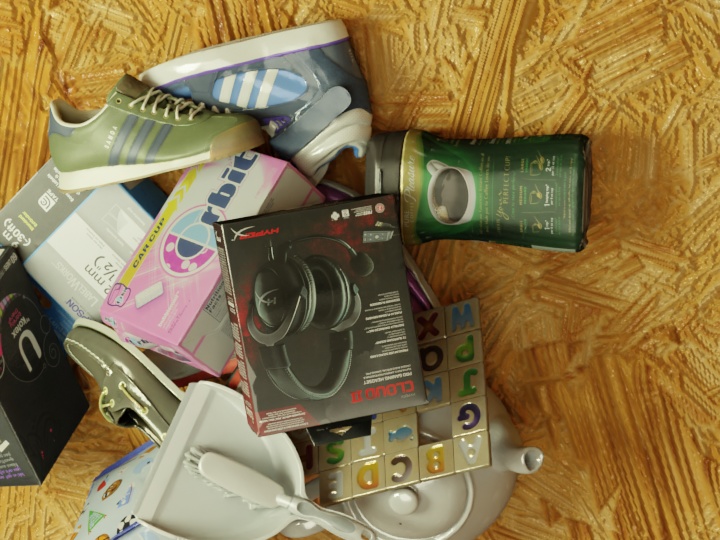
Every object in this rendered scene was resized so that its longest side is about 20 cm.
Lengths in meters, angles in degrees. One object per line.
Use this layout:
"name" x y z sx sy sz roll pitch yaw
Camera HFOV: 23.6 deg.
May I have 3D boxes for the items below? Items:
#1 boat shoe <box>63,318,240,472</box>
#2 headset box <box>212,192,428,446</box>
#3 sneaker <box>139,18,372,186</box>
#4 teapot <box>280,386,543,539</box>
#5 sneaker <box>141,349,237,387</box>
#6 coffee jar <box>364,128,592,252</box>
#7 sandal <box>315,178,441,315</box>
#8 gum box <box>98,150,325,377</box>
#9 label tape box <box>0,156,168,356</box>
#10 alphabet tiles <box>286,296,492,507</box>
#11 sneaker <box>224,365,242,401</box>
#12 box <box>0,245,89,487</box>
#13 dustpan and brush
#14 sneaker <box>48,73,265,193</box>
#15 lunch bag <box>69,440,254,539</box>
"boat shoe" -0.201 0.119 1.569 0.202 0.072 0.060 37 68 17
"headset box" -0.033 0.045 1.447 0.149 0.077 0.200 -10 94 -9
"sneaker" -0.088 -0.135 1.545 0.200 0.081 0.147 -12 101 10
"teapot" 0.046 0.186 1.588 0.197 0.146 0.200 26 112 3
"sneaker" -0.143 0.046 1.626 0.201 0.067 0.108 -10 105 11
"coffee jar" 0.103 -0.072 1.522 0.200 0.085 0.104 3 101 10
"sandal" 0.005 -0.005 1.585 0.203 0.050 0.082 45 111 -4
"gum box" -0.134 -0.010 1.528 0.113 0.066 0.200 20 74 42
"label tape box" -0.274 -0.019 1.633 0.200 0.066 0.143 -43 95 19
"alphabet tiles" 0.021 0.121 1.545 0.200 0.167 0.008 -16 146 22
"sneaker" -0.039 0.070 1.545 0.108 0.067 0.201 31 106 -2
"box" -0.356 0.093 1.625 0.106 0.122 0.200 -5 124 23
"dustpan and brush" -0.079 0.194 1.502 0.200 0.057 0.140 27 75 -13
"sneaker" -0.188 -0.130 1.512 0.200 0.067 0.090 -11 102 20
"lunch bag" -0.166 0.229 1.630 0.200 0.170 0.124 -36 110 20
